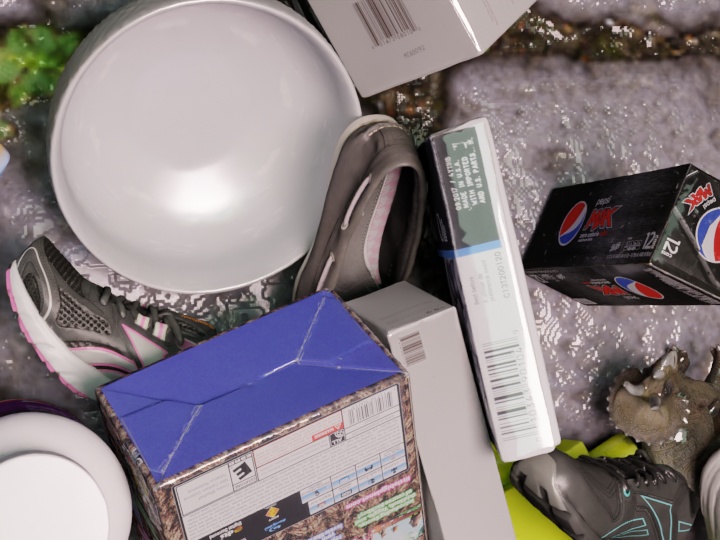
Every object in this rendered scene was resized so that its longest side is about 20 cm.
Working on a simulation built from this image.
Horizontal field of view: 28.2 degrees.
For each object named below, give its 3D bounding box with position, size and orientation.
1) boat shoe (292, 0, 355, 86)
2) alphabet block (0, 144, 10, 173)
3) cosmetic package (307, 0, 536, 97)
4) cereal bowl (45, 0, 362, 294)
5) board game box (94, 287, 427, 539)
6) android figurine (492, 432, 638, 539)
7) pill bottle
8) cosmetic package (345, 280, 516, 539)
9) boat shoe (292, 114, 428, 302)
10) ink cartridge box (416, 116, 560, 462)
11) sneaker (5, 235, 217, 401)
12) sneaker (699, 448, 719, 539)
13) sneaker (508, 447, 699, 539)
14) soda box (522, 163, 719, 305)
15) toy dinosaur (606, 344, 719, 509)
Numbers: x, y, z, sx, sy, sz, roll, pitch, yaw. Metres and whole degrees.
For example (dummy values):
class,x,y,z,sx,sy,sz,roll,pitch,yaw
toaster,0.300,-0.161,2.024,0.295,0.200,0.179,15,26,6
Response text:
class,x,y,z,sx,sy,sz,roll,pitch,yaw
boat shoe,-0.033,-0.219,0.958,0.073,0.068,0.200,-20,94,-16
alphabet block,-0.336,-0.035,0.803,0.200,0.195,0.197,35,78,-13
cosmetic package,0.068,-0.204,0.922,0.200,0.107,0.085,-45,111,-40
cereal bowl,-0.102,-0.090,0.909,0.199,0.083,0.201,-9,121,-16
board game box,-0.053,0.139,0.872,0.159,0.097,0.201,-22,130,-19
android figurine,0.126,0.203,1.003,0.199,0.041,0.183,-31,98,-17
pill bottle,-0.194,0.135,0.832,0.112,0.200,0.113,1,88,-16
cosmetic package,0.048,0.113,0.895,0.050,0.082,0.201,-21,108,-17
boat shoe,0.000,0.000,0.918,0.066,0.057,0.201,-3,122,-23
ink cartridge box,0.077,0.009,0.923,0.043,0.200,0.199,-13,91,1
sneaker,-0.136,0.050,0.908,0.086,0.080,0.200,-37,111,6
sneaker,0.282,0.216,0.992,0.075,0.089,0.201,-25,125,-9
sneaker,0.161,0.144,0.924,0.079,0.075,0.200,-50,141,0
soda box,0.180,-0.019,0.943,0.063,0.200,0.071,27,82,-15
toy dinosaur,0.233,0.118,1.018,0.102,0.077,0.201,-45,122,-26
